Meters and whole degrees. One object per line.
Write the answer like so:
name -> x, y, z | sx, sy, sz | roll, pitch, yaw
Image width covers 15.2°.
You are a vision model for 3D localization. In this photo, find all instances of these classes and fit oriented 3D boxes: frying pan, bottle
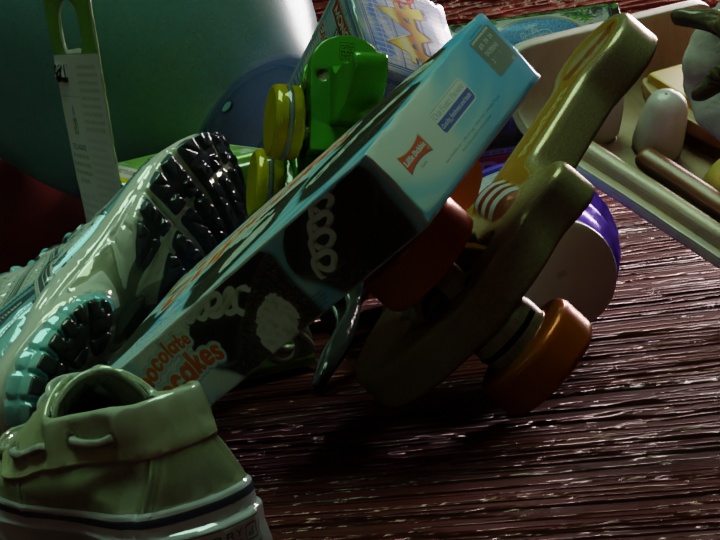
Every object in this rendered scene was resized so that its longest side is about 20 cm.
frying pan -> -0.005, 0.008, 1.253 | 0.190, 0.031, 0.115 | -58, -2, -38
bottle -> 0.075, -0.008, 1.212 | 0.083, 0.066, 0.200 | -25, 8, -3

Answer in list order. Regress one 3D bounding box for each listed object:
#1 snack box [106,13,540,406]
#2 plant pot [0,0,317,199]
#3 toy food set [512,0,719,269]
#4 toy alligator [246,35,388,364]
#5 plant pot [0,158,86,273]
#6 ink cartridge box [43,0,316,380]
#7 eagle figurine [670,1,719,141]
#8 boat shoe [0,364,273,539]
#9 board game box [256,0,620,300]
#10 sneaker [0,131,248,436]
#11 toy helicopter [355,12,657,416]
snack box -> -0.025, -0.007, 1.020 | 0.200, 0.037, 0.116 | -40, 8, 38
plant pot -> -0.097, -0.109, 1.423 | 0.199, 0.201, 0.135 | -17, 46, -43
toy food set -> 0.182, -0.064, 1.228 | 0.143, 0.061, 0.200 | -18, 43, -41
toy alligator -> -0.018, -0.038, 1.122 | 0.059, 0.055, 0.200 | 4, -37, -11
plant pot -> -0.233, -0.043, 1.574 | 0.200, 0.202, 0.177 | -5, 1, 41
ink cartridge box -> -0.090, -0.051, 1.277 | 0.075, 0.201, 0.148 | -12, 7, -13
eagle figurine -> 0.238, -0.090, 1.099 | 0.199, 0.152, 0.151 | -2, 41, -19
boat shoe -> -0.083, 0.063, 0.915 | 0.072, 0.062, 0.200 | -14, 6, -26
board game box -> 0.036, -0.068, 1.350 | 0.199, 0.062, 0.200 | -9, -32, -13
sneaker -> -0.116, 0.005, 1.138 | 0.086, 0.078, 0.200 | -1, 33, 32
toy helicopter -> 0.059, -0.024, 1.077 | 0.200, 0.079, 0.132 | -56, 11, -28
